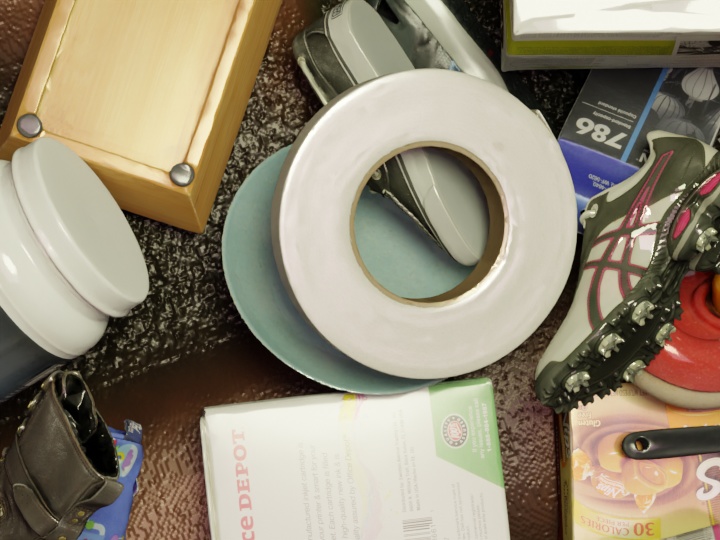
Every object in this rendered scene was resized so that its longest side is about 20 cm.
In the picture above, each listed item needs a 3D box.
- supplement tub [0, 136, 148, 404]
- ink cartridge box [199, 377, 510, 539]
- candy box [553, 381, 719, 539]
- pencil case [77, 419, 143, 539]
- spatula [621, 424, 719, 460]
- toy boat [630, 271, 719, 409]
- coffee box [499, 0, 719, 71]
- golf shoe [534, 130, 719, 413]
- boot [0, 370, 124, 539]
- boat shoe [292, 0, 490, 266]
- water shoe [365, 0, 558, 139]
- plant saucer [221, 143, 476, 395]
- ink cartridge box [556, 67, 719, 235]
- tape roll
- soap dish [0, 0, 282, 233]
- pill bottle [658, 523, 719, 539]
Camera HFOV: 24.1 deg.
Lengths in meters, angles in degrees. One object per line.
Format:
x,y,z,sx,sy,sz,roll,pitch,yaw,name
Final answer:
-0.253,0.017,1.091,0.199,0.140,0.141,-31,90,11,supplement tub
-0.006,0.155,1.155,0.199,0.088,0.146,-6,87,-8,ink cartridge box
0.240,0.136,1.195,0.199,0.055,0.116,-1,86,-6,candy box
-0.197,0.196,1.139,0.087,0.078,0.201,13,84,-39,pencil case
0.277,0.112,1.161,0.199,0.021,0.057,-7,73,-4,spatula
0.260,0.010,1.152,0.199,0.131,0.131,-9,126,-7,toy boat
0.186,-0.236,1.068,0.199,0.198,0.201,-1,90,3,coffee box
0.171,0.002,1.091,0.088,0.077,0.200,39,88,34,golf shoe
-0.223,0.136,1.078,0.069,0.200,0.175,20,108,-42,boot
0.023,-0.087,1.159,0.064,0.071,0.201,-28,93,32,boat shoe
0.073,-0.119,1.200,0.079,0.071,0.200,-34,92,21,water shoe
0.000,0.000,1.167,0.200,0.039,0.202,6,61,-11,plant saucer
0.198,-0.105,1.166,0.099,0.039,0.201,22,60,10,ink cartridge box
0.042,-0.031,1.095,0.202,0.037,0.204,-1,93,-13,tape roll
-0.151,-0.145,1.162,0.157,0.081,0.201,19,84,-4,soap dish
0.174,0.249,1.136,0.199,0.113,0.114,-17,88,11,pill bottle
